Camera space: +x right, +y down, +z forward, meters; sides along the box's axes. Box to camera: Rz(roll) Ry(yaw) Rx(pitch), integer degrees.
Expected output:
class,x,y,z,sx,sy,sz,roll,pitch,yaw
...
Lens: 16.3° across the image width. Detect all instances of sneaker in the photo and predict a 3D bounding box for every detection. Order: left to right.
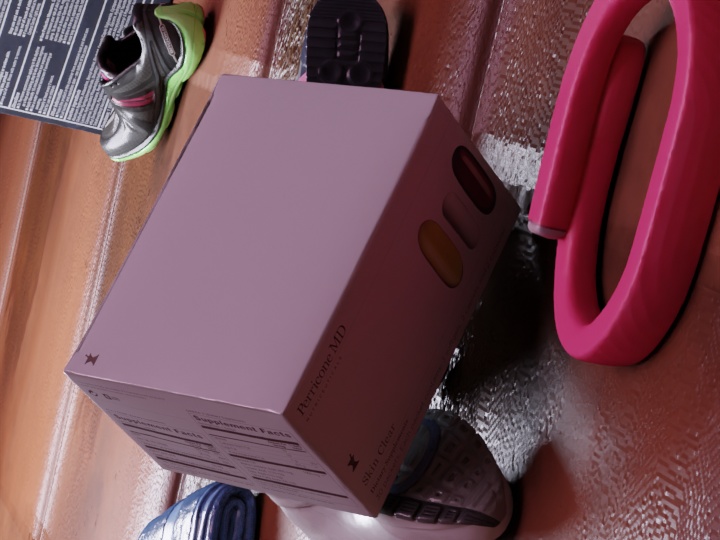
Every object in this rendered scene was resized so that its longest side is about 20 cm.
class,x,y,z,sx,sy,sz,roll,pitch,yaw
sneaker,-0.200,-0.176,2.240,0.200,0.083,0.077,120,155,-46
sneaker,-0.017,-0.087,1.670,0.082,0.070,0.201,-62,-14,-86
sneaker,0.022,0.127,1.385,0.075,0.087,0.200,-45,25,-23

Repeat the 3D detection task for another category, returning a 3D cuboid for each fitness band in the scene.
class,x,y,z,sx,sy,sz,roll,pitch,yaw
fitness band,0.130,-0.054,1.207,0.144,0.037,0.201,-138,60,-70

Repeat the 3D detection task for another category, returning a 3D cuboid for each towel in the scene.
class,x,y,z,sx,sy,sz,roll,pitch,yaw
towel,-0.128,0.218,1.830,0.200,0.048,0.112,143,136,-65

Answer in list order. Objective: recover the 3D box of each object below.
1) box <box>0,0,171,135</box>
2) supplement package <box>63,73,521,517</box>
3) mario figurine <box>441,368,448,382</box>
class,x,y,z,sx,sy,sz,roll,pitch,yaw
box,-0.300,-0.255,2.416,0.123,0.198,0.200,-99,27,-47
supplement package,-0.034,0.009,1.353,0.155,0.111,0.200,8,63,37
mario figurine,0.000,0.000,1.472,0.200,0.106,0.124,-100,29,-52
